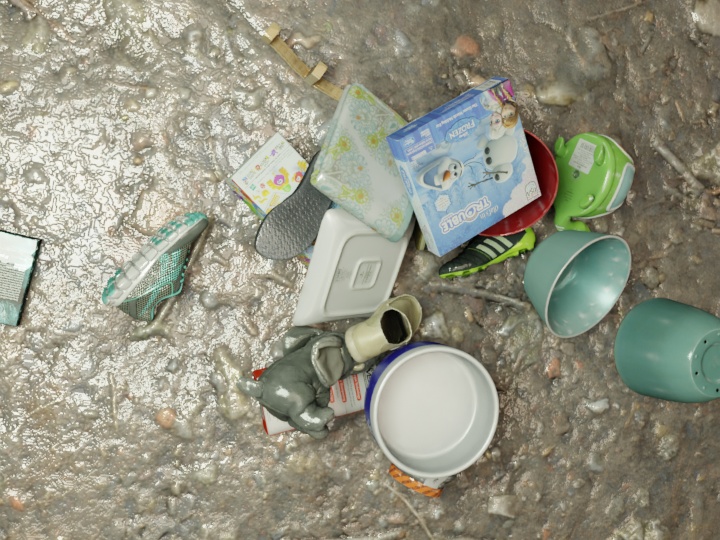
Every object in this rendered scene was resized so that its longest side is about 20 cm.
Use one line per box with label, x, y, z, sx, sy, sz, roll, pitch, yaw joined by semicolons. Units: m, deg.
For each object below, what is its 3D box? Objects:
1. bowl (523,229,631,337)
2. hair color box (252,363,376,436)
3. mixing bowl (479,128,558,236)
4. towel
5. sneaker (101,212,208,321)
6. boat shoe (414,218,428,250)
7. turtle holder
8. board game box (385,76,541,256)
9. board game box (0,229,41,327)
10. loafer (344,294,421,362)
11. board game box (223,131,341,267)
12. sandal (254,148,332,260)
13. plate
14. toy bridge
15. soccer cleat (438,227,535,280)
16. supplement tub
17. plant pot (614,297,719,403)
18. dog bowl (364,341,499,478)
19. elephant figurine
bowl;0.369;0.009;1.202;0.200;0.105;0.201;-17;126;-26
hair color box;-0.071;0.195;1.127;0.199;0.061;0.102;-12;96;-15
mixing bowl;0.226;-0.170;1.146;0.200;0.108;0.201;4;123;6
towel;0.019;-0.165;1.025;0.171;0.048;0.200;32;60;-27
sneaker;-0.301;-0.004;1.048;0.200;0.078;0.091;-46;120;-5
boat shoe;0.133;-0.116;1.089;0.066;0.072;0.201;4;124;-9
turtle holder;0.416;-0.147;1.210;0.131;0.141;0.186;4;86;-33
board game box;0.161;-0.154;1.016;0.200;0.043;0.199;-31;119;-13
board game box;-0.583;-0.005;0.975;0.200;0.028;0.136;15;90;-18
loafer;0.053;0.088;1.066;0.200;0.068;0.076;-32;100;-55
board game box;-0.105;-0.105;1.073;0.105;0.103;0.200;-46;105;-10
sandal;-0.084;-0.093;1.007;0.076;0.043;0.200;41;70;-16
plate;0.000;0.000;1.072;0.200;0.032;0.200;-3;120;-44
toy bridge;-0.072;-0.316;1.086;0.200;0.067;0.027;35;84;-18
soccer cleat;0.218;-0.042;1.201;0.200;0.068;0.081;-22;87;-18
supplement tub;0.132;0.275;1.162;0.122;0.123;0.200;25;86;-17
plant pot;0.614;0.160;1.278;0.200;0.161;0.201;-1;95;-16
dog bowl;0.108;0.212;1.053;0.200;0.079;0.201;0;92;-12
elephant figurine;-0.064;0.143;1.043;0.141;0.155;0.200;25;70;18
